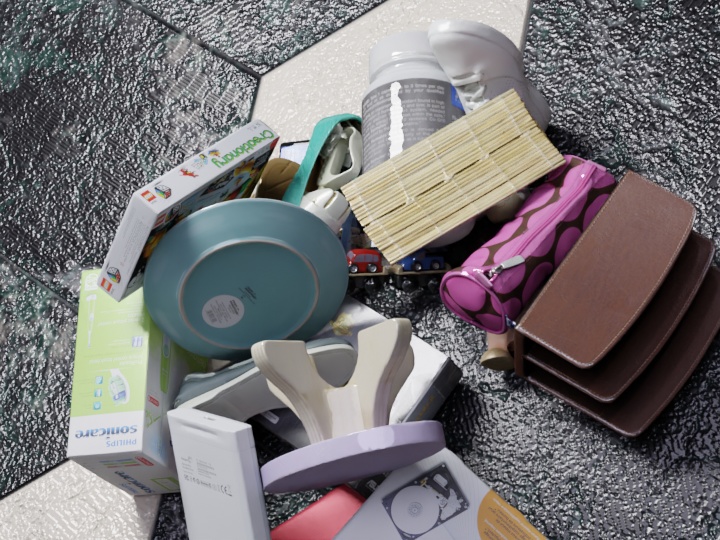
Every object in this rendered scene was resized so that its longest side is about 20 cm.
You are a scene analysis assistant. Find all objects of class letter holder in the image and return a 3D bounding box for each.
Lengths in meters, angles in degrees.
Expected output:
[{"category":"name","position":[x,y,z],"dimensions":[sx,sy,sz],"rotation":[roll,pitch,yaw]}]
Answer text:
[{"category":"letter holder","position":[0.255,0.034,1.516],"dimensions":[0.142,0.101,0.200],"rotation":[30,68,20]}]

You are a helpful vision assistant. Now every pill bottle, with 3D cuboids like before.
[{"category":"pill bottle","position":[0.057,-0.133,1.657],"dimensions":[0.114,0.114,0.200],"rotation":[-8,66,17]}]

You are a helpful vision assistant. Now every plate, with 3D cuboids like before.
[{"category":"plate","position":[-0.108,0.018,1.568],"dimensions":[0.200,0.200,0.026],"rotation":[-25,40,8]}]

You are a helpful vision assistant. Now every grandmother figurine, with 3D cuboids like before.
[{"category":"grandmother figurine","position":[0.153,-0.005,1.622],"dimensions":[0.121,0.061,0.200],"rotation":[-7,68,4]}]

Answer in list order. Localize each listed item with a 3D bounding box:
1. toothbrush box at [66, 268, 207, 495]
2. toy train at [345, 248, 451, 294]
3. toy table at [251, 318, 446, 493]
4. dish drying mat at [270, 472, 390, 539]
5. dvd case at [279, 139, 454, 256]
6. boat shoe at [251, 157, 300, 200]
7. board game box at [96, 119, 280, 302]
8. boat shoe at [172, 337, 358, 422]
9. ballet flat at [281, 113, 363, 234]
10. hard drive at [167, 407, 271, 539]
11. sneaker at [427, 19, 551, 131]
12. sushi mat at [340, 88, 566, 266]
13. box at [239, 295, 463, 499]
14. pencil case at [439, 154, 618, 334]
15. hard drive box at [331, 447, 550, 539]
[{"category":"toothbrush box","position":[-0.221,0.112,1.656],"dimensions":[0.086,0.146,0.200],"rotation":[-6,65,17]},{"category":"toy train","position":[0.000,0.000,1.634],"dimensions":[0.200,0.034,0.046],"rotation":[-1,95,-18]},{"category":"toy table","position":[-0.017,0.122,1.466],"dimensions":[0.200,0.184,0.117],"rotation":[-19,73,33]},{"category":"dish drying mat","position":[-0.029,0.259,1.596],"dimensions":[0.200,0.018,0.077],"rotation":[-34,62,4]},{"category":"dvd case","position":[0.004,-0.080,1.729],"dimensions":[0.200,0.018,0.143],"rotation":[-5,66,19]},{"category":"boat shoe","position":[-0.097,-0.016,1.691],"dimensions":[0.074,0.069,0.200],"rotation":[18,64,-9]},{"category":"board game box","position":[-0.167,-0.061,1.598],"dimensions":[0.035,0.126,0.200],"rotation":[40,42,11]},{"category":"boat shoe","position":[-0.095,0.100,1.597],"dimensions":[0.200,0.073,0.062],"rotation":[-23,43,17]},{"category":"ballet flat","position":[-0.036,-0.082,1.662],"dimensions":[0.070,0.067,0.200],"rotation":[-22,43,47]},{"category":"hard drive","position":[-0.127,0.235,1.542],"dimensions":[0.132,0.027,0.200],"rotation":[6,108,55]},{"category":"sneaker","position":[0.127,-0.168,1.615],"dimensions":[0.075,0.200,0.089],"rotation":[-1,60,38]},{"category":"sushi mat","position":[0.088,-0.090,1.564],"dimensions":[0.200,0.012,0.096],"rotation":[-30,73,-4]},{"category":"box","position":[-0.021,0.113,1.628],"dimensions":[0.200,0.048,0.158],"rotation":[32,82,34]},{"category":"pencil case","position":[0.166,-0.029,1.552],"dimensions":[0.091,0.094,0.200],"rotation":[32,62,20]},{"category":"hard drive box","position":[0.058,0.278,1.511],"dimensions":[0.156,0.077,0.200],"rotation":[40,86,21]}]
